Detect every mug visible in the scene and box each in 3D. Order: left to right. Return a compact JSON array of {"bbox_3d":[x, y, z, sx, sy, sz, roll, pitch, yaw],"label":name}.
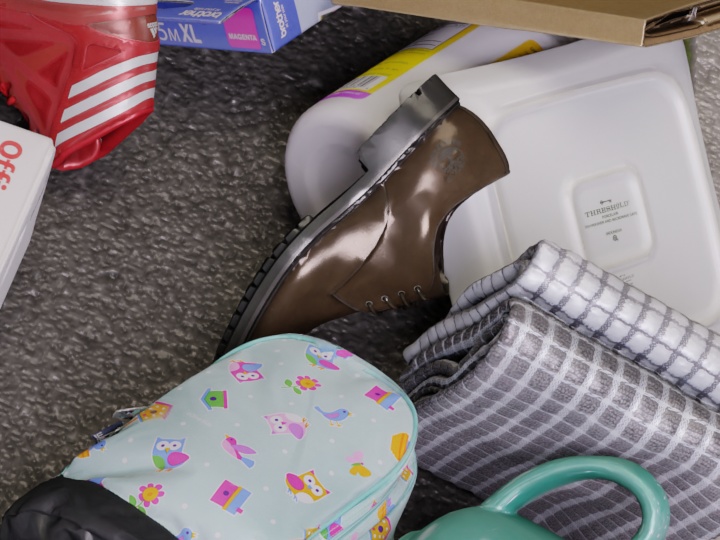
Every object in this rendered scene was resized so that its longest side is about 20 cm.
[{"bbox_3d":[0.058,0.176,1.287,0.114,0.152,0.185,30,60,15],"label":"mug"}]

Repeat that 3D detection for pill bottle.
[{"bbox_3d":[0.056,-0.084,1.557,0.104,0.105,0.200,41,49,17],"label":"pill bottle"}]

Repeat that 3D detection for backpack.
[{"bbox_3d":[-0.057,0.124,1.317,0.167,0.127,0.200,39,45,20],"label":"backpack"}]

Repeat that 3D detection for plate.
[{"bbox_3d":[0.129,-0.026,1.504,0.199,0.032,0.201,-17,94,-34],"label":"plate"}]

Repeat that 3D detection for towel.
[{"bbox_3d":[0.107,0.077,1.359,0.165,0.200,0.086,27,65,-10],"label":"towel"}]

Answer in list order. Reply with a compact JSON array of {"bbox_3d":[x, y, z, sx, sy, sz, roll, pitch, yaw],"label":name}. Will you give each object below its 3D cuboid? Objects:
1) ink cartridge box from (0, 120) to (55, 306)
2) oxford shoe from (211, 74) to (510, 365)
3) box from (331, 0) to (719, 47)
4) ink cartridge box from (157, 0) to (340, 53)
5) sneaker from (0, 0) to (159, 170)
[{"bbox_3d":[-0.273,-0.027,1.398,0.199,0.084,0.146,19,46,-2],"label":"ink cartridge box"},{"bbox_3d":[0.000,0.000,1.425,0.084,0.200,0.073,43,9,1],"label":"oxford shoe"},{"bbox_3d":[0.107,-0.156,1.546,0.199,0.021,0.163,13,19,30],"label":"box"},{"bbox_3d":[-0.055,-0.173,1.601,0.119,0.042,0.200,7,31,40],"label":"ink cartridge box"},{"bbox_3d":[-0.200,-0.112,1.510,0.199,0.116,0.078,4,9,30],"label":"sneaker"}]
